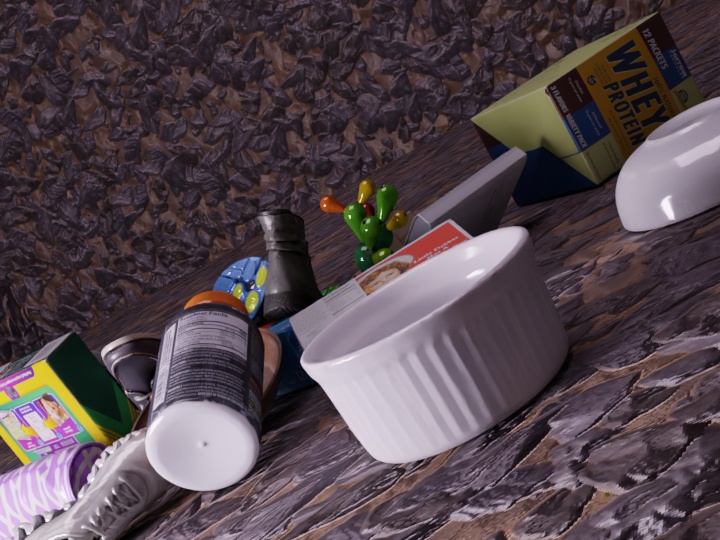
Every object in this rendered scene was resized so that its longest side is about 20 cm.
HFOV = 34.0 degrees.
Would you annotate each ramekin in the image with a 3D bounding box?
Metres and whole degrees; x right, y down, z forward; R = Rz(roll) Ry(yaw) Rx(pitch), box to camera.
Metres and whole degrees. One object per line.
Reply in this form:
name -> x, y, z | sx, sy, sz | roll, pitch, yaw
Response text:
ramekin -> 0.062, 0.059, 0.898 | 0.199, 0.099, 0.201 | -31, 8, 5

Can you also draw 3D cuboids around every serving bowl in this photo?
serving bowl -> 0.324, -0.115, 1.117 | 0.198, 0.066, 0.200 | -30, 9, 5

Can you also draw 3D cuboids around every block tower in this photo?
block tower -> 0.064, -0.038, 1.500 | 0.058, 0.054, 0.200 | -47, 0, 4

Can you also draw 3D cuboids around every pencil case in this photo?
pencil case -> -0.340, 0.248, 1.278 | 0.199, 0.083, 0.087 | -27, 43, 37

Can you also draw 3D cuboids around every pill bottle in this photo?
pill bottle -> -0.143, 0.103, 1.122 | 0.105, 0.107, 0.201 | -28, 30, 15

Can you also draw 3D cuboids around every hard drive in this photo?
hard drive -> 0.115, -0.054, 1.386 | 0.199, 0.026, 0.133 | -35, -26, -40

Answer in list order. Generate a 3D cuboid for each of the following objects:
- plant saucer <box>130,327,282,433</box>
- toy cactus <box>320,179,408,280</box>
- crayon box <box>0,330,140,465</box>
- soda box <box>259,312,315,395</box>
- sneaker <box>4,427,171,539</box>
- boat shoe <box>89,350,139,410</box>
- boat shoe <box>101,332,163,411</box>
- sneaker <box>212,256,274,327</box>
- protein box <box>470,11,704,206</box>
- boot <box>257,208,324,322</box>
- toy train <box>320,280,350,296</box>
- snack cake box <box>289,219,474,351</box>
plant saucer -> -0.154, 0.144, 1.231 | 0.199, 0.037, 0.202 | -30, 28, 17
toy cactus -> 0.000, 0.000, 1.346 | 0.100, 0.166, 0.203 | 4, 53, 3
crayon box -> -0.344, 0.175, 1.374 | 0.199, 0.174, 0.058 | -21, 20, 45
soda box -> -0.109, 0.104, 1.341 | 0.199, 0.069, 0.064 | -22, 10, 47
sneaker -> -0.240, 0.227, 1.097 | 0.200, 0.075, 0.081 | -42, 19, -10
boat shoe -> -0.296, 0.141, 1.442 | 0.198, 0.058, 0.068 | 21, -24, -39
boat shoe -> -0.229, 0.129, 1.332 | 0.072, 0.063, 0.200 | -25, -26, 2
sneaker -> -0.141, 0.060, 1.458 | 0.082, 0.070, 0.202 | -27, -36, -44
protein box -> 0.288, -0.201, 1.509 | 0.199, 0.136, 0.198 | -34, 8, -21
boot -> -0.069, 0.001, 1.403 | 0.066, 0.133, 0.200 | -8, -15, 12
toy train -> -0.042, 0.051, 1.533 | 0.199, 0.042, 0.057 | -20, 23, 52
snack cake box -> 0.035, 0.039, 1.153 | 0.198, 0.068, 0.115 | -31, 18, -3
